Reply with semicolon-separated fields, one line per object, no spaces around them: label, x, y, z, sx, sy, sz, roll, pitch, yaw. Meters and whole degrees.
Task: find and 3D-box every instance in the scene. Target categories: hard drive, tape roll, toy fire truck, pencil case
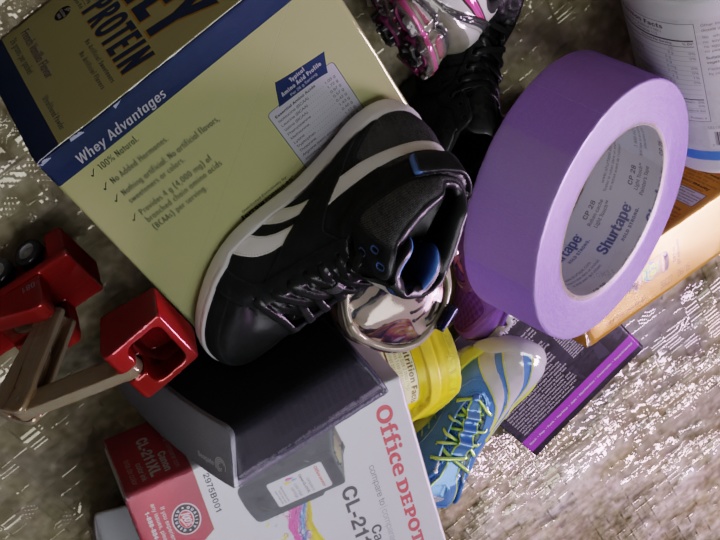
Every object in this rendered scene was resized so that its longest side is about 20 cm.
hard drive;-0.086;0.059;0.937;0.134;0.199;0.043;-30;123;-22
tape roll;0.160;-0.054;1.020;0.199;0.065;0.202;-34;139;-36
toy fire truck;-0.209;0.050;0.903;0.199;0.142;0.049;-32;135;8
pencil case;0.000;0.000;0.980;0.089;0.200;0.079;-29;106;-12

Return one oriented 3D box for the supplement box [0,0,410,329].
supplement box;-0.089;-0.100;0.884;0.199;0.135;0.200;-38;135;0

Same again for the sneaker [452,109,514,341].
sneaker;0.090;-0.037;1.091;0.087;0.081;0.202;-3;119;-24

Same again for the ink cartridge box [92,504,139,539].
ink cartridge box;-0.108;0.194;1.086;0.197;0.048;0.160;-11;166;-14

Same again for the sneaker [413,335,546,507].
sneaker;0.088;0.135;1.147;0.075;0.106;0.200;16;144;-22

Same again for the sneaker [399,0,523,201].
sneaker;0.079;-0.121;0.994;0.060;0.104;0.201;17;113;-39

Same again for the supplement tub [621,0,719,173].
supplement tub;0.266;-0.185;1.045;0.131;0.132;0.201;-31;134;-7

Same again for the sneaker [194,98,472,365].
sneaker;-0.016;0.000;0.833;0.073;0.112;0.200;29;106;-43

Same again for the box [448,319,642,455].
box;0.153;0.067;1.235;0.143;0.036;0.200;-45;136;4

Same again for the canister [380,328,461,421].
canister;-0.039;0.094;1.071;0.198;0.088;0.149;-17;167;-18

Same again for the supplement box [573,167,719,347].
supplement box;0.238;-0.021;1.171;0.199;0.069;0.067;-33;130;-24

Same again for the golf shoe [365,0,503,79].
golf shoe;0.037;-0.218;0.886;0.092;0.073;0.201;-38;145;-9

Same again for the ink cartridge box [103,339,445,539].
ink cartridge box;-0.056;0.152;0.960;0.198;0.083;0.147;-23;116;-12
